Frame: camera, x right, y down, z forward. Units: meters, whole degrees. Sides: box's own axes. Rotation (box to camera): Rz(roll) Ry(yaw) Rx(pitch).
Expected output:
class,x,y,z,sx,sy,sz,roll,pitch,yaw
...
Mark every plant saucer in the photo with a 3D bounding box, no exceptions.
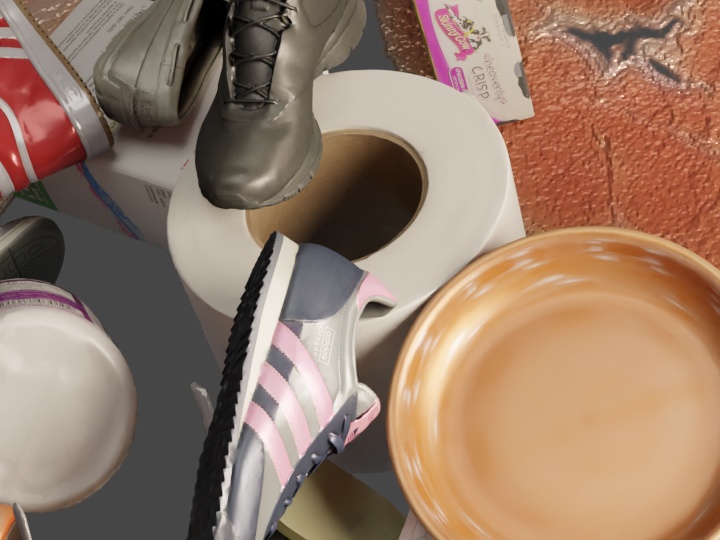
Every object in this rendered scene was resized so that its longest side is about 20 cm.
class,x,y,z,sx,sy,sz,roll,pitch,yaw
plant saucer,0.113,0.073,0.947,0.200,0.037,0.200,-6,63,12

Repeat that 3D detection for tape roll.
class,x,y,z,sx,sy,sz,roll,pitch,yaw
tape roll,0.000,0.000,1.094,0.202,0.139,0.203,-8,48,9

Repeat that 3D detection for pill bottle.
class,x,y,z,sx,sy,sz,roll,pitch,yaw
pill bottle,-0.193,0.064,1.063,0.112,0.112,0.200,-28,11,-9

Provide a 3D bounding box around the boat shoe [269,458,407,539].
class,x,y,z,sx,sy,sz,roll,pitch,yaw
boat shoe,0.020,0.179,0.988,0.201,0.063,0.074,36,45,22

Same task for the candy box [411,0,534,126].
class,x,y,z,sx,sy,sz,roll,pitch,yaw
candy box,0.060,-0.208,1.261,0.061,0.136,0.200,-16,47,4

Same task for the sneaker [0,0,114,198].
class,x,y,z,sx,sy,sz,roll,pitch,yaw
sneaker,-0.254,-0.120,1.206,0.112,0.071,0.200,-32,51,-14

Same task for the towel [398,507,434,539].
class,x,y,z,sx,sy,sz,roll,pitch,yaw
towel,0.100,0.201,0.922,0.200,0.032,0.191,16,52,5

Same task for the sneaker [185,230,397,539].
class,x,y,z,sx,sy,sz,roll,pitch,yaw
sneaker,-0.032,0.081,0.922,0.082,0.070,0.200,18,70,-13

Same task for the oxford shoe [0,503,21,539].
class,x,y,z,sx,sy,sz,roll,pitch,yaw
oxford shoe,-0.227,0.206,0.959,0.073,0.200,0.071,14,12,3

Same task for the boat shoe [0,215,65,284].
class,x,y,z,sx,sy,sz,roll,pitch,yaw
boat shoe,-0.274,0.034,1.189,0.065,0.074,0.202,32,71,30

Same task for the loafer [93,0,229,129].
class,x,y,z,sx,sy,sz,roll,pitch,yaw
loafer,-0.097,-0.168,1.207,0.070,0.070,0.200,18,61,22

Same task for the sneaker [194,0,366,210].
class,x,y,z,sx,sy,sz,roll,pitch,yaw
sneaker,-0.054,-0.122,1.062,0.076,0.091,0.200,2,52,15

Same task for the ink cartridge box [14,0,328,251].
class,x,y,z,sx,sy,sz,roll,pitch,yaw
ink cartridge box,-0.133,-0.098,1.255,0.200,0.084,0.145,19,57,30

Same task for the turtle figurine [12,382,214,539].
class,x,y,z,sx,sy,sz,roll,pitch,yaw
turtle figurine,-0.090,0.193,0.931,0.194,0.144,0.200,33,102,18
